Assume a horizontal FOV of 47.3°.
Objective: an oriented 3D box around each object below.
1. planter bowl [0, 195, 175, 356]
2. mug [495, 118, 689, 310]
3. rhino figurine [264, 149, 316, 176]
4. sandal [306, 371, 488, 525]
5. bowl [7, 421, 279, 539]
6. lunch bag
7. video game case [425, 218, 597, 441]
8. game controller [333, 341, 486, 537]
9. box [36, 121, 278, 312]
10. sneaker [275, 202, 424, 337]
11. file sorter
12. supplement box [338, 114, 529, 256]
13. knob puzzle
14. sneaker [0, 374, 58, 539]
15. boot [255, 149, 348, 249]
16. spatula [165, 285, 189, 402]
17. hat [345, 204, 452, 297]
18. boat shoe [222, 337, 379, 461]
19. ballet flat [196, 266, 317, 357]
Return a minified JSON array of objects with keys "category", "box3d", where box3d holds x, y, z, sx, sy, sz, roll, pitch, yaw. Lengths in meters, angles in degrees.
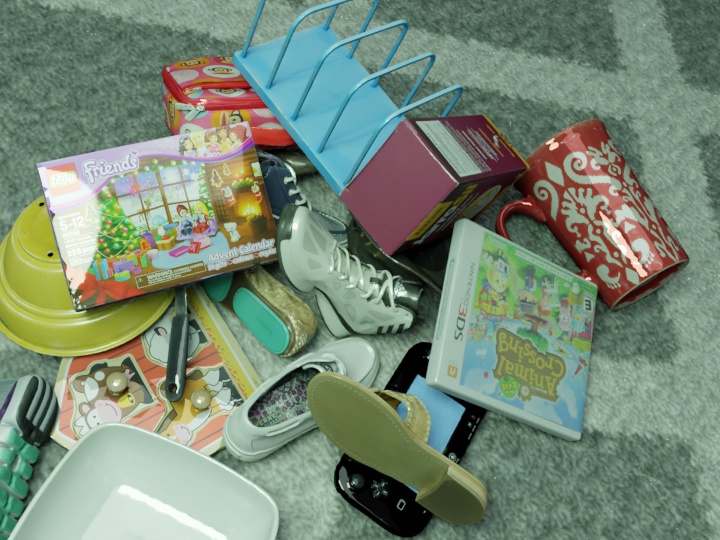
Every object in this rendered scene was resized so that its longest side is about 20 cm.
[{"category":"planter bowl","box3d":[-0.285,-0.022,0.823,0.199,0.084,0.201,1,53,-1]},{"category":"mug","box3d":[0.279,-0.051,1.006,0.133,0.177,0.201,3,51,-57]},{"category":"rhino figurine","box3d":[-0.129,-0.111,0.952,0.199,0.060,0.087,-23,29,-27]},{"category":"sandal","box3d":[0.039,0.152,0.783,0.211,0.078,0.070,41,35,-10]},{"category":"bowl","box3d":[-0.187,0.249,0.695,0.199,0.075,0.201,25,56,3]},{"category":"lunch bag","box3d":[-0.125,-0.189,0.959,0.199,0.082,0.176,-7,32,-23]},{"category":"video game case","box3d":[0.168,0.064,0.873,0.199,0.022,0.183,24,66,-25]},{"category":"game controller","box3d":[0.056,0.166,0.832,0.104,0.042,0.200,31,56,7]},{"category":"box","box3d":[-0.185,-0.052,0.774,0.199,0.039,0.138,-16,90,-18]},{"category":"sneaker","box3d":[0.000,0.000,0.816,0.115,0.201,0.076,-2,56,24]},{"category":"file sorter","box3d":[-0.011,-0.207,0.865,0.138,0.123,0.200,-30,77,-35]},{"category":"supplement box","box3d":[0.083,-0.095,0.868,0.086,0.110,0.200,51,31,12]},{"category":"knob puzzle","box3d":[-0.207,0.111,0.803,0.218,0.031,0.221,6,60,-11]},{"category":"sneaker","box3d":[-0.341,0.184,0.718,0.087,0.075,0.201,2,51,15]},{"category":"boot","box3d":[-0.081,-0.072,0.890,0.199,0.091,0.073,6,30,-38]},{"category":"spatula","box3d":[-0.178,0.028,0.806,0.056,0.021,0.202,-6,75,15]},{"category":"hat","box3d":[0.038,-0.028,0.923,0.200,0.081,0.201,31,31,-21]},{"category":"boat shoe","box3d":[-0.048,0.114,0.811,0.199,0.069,0.072,-21,71,-38]},{"category":"ballet flat","box3d":[-0.121,0.015,0.881,0.200,0.071,0.065,45,34,20]}]
